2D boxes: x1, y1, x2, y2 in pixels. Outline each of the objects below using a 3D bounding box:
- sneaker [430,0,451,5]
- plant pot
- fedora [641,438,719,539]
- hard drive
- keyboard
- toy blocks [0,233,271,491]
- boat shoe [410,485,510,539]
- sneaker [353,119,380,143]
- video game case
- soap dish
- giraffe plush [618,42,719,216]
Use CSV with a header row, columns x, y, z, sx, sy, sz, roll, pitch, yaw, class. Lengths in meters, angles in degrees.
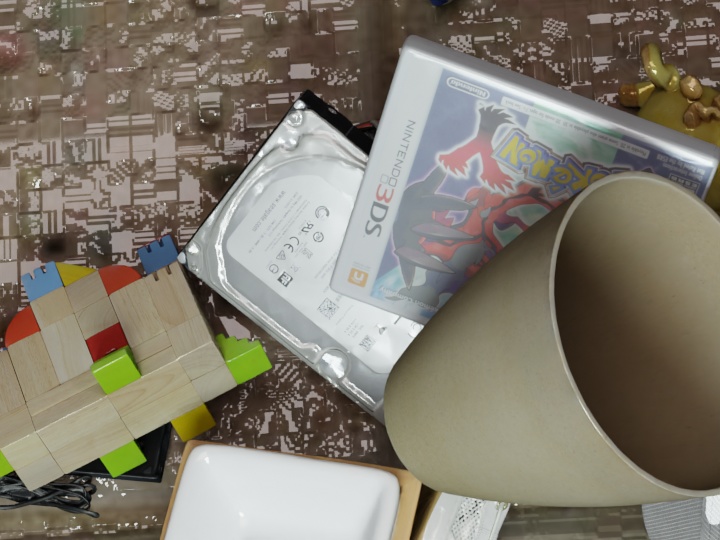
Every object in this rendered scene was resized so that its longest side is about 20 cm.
x,y,z,sx,sy,sz,roll,pitch,yaw,class
-0.012,-0.243,1.617,0.199,0.075,0.089,21,82,10,sneaker
0.110,0.062,1.405,0.199,0.186,0.189,-24,72,45,plant pot
0.235,0.113,1.494,0.090,0.176,0.202,12,91,37,fedora
0.000,0.000,1.538,0.200,0.038,0.140,39,109,-4,hard drive
-0.225,0.117,1.594,0.198,0.040,0.105,5,56,8,keyboard
-0.175,0.048,1.561,0.199,0.100,0.137,-27,49,-1,toy blocks
0.091,0.115,1.542,0.069,0.071,0.201,27,78,-7,boat shoe
0.026,-0.064,1.569,0.198,0.082,0.078,-11,71,4,sneaker
0.096,-0.030,1.458,0.199,0.023,0.183,20,123,3,video game case
-0.053,0.212,1.461,0.156,0.081,0.201,7,67,17,soap dish
0.202,-0.052,1.511,0.172,0.162,0.201,25,83,10,giraffe plush
